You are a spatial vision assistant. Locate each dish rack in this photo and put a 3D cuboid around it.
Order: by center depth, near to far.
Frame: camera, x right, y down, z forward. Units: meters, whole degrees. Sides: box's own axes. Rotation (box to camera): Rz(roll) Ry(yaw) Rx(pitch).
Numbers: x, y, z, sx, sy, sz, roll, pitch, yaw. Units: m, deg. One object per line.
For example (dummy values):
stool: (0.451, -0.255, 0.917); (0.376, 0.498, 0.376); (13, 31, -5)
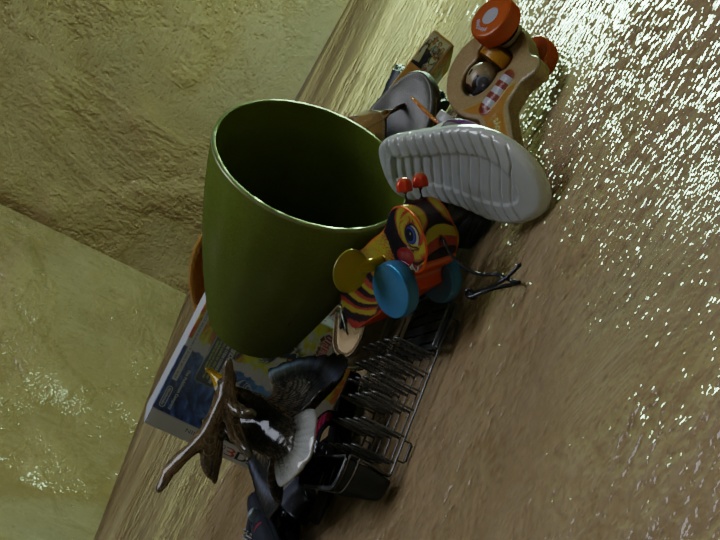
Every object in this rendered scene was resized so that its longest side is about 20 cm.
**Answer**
dish rack: (0.019, 0.107, 1.186); (0.202, 0.054, 0.153); (-67, 11, -13)

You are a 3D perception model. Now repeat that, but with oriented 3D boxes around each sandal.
sandal: (0.089, -0.093, 1.127); (0.050, 0.083, 0.202); (-33, 30, -29)
sandal: (-0.005, -0.119, 1.315); (0.199, 0.054, 0.082); (-34, 62, 14)
sandal: (-0.037, 0.170, 1.321); (0.201, 0.045, 0.076); (-78, 11, -56)

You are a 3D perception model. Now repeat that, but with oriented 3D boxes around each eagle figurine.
eagle figurine: (-0.086, 0.139, 1.236); (0.150, 0.200, 0.153); (-22, 69, 18)

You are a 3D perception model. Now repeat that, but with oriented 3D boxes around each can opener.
can opener: (-0.079, 0.255, 1.298); (0.079, 0.063, 0.200); (-62, 10, 9)

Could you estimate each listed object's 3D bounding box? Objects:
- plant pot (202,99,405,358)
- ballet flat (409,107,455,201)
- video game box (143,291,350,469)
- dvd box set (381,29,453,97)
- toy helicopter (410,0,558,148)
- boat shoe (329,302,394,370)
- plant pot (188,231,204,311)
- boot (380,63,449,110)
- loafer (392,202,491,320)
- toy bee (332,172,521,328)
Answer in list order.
plant pot: (-0.074, -0.021, 1.255); (0.188, 0.185, 0.201); (-79, 9, -54)
ballet flat: (0.065, -0.078, 1.334); (0.067, 0.068, 0.201); (47, 112, 31)
video game box: (-0.114, 0.116, 1.474); (0.201, 0.181, 0.047); (-61, 14, 19)
dvd box set: (0.026, -0.154, 1.428); (0.201, 0.029, 0.146); (-53, -2, 0)
toy helicopter: (0.113, -0.137, 1.199); (0.132, 0.079, 0.202); (-32, 42, 26)
boat shoe: (0.000, 0.000, 1.387); (0.073, 0.062, 0.203); (3, 80, 43)
plant pot: (-0.087, -0.005, 1.658); (0.202, 0.199, 0.183); (-60, -5, 21)
boot: (0.010, -0.161, 1.563); (0.076, 0.199, 0.170); (32, 101, 37)
loafer: (0.058, -0.031, 1.265); (0.201, 0.072, 0.073); (-56, 14, 41)
toy bee: (0.048, -0.021, 1.118); (0.198, 0.110, 0.130); (-18, -1, 33)
